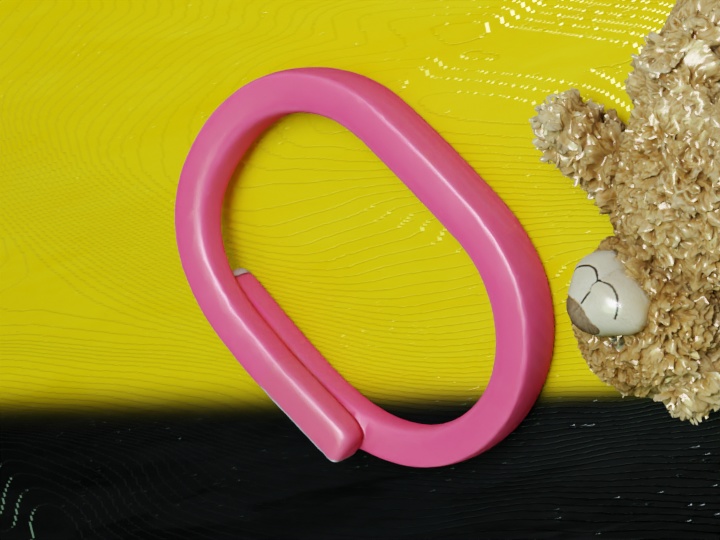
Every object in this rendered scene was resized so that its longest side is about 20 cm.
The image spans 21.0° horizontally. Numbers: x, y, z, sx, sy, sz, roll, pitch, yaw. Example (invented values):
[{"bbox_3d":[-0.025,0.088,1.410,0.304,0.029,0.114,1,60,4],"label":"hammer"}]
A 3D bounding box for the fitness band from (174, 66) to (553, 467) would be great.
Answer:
[{"bbox_3d":[0.000,0.000,0.880,0.200,0.037,0.144,46,118,16],"label":"fitness band"}]

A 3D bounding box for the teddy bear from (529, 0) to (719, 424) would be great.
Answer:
[{"bbox_3d":[0.132,-0.040,0.764,0.145,0.067,0.200,48,120,19],"label":"teddy bear"}]
